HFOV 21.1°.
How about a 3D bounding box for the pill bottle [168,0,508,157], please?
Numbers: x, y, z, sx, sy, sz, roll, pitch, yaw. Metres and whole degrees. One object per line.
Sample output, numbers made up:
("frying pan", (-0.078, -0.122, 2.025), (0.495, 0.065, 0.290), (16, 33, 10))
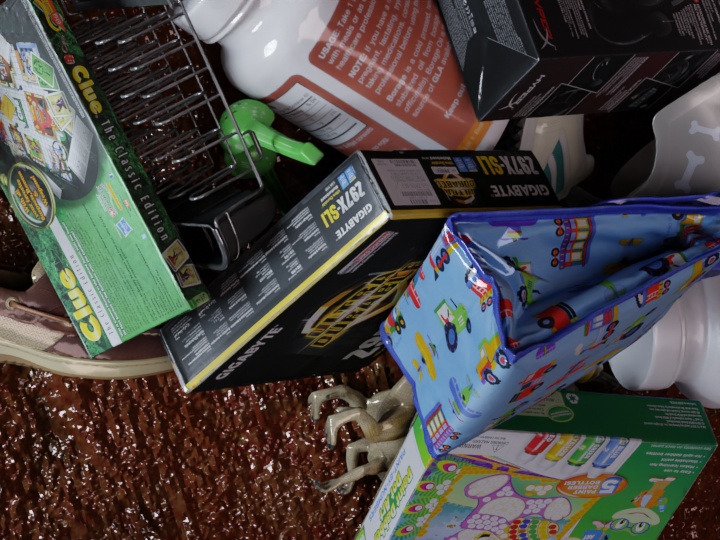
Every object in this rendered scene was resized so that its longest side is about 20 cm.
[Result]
("pill bottle", (-0.010, -0.135, 1.157), (0.199, 0.112, 0.113), (30, 96, -24))

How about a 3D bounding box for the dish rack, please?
("dish rack", (-0.128, -0.104, 1.107), (0.054, 0.153, 0.201), (-32, 111, -28))

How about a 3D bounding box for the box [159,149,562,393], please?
("box", (0.000, 0.000, 1.147), (0.159, 0.050, 0.200), (-6, 153, -49))

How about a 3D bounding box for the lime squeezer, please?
("lime squeezer", (-0.052, -0.068, 1.149), (0.070, 0.200, 0.038), (27, 78, 2))

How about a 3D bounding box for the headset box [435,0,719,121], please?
("headset box", (0.144, -0.176, 1.156), (0.199, 0.077, 0.150), (-7, 69, -32))

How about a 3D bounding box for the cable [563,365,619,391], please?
("cable", (0.080, 0.043, 1.293), (0.097, 0.050, 0.200), (-42, 102, 7))

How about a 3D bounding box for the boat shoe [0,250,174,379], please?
("boat shoe", (-0.188, 0.017, 1.173), (0.198, 0.072, 0.073), (8, 106, -14))

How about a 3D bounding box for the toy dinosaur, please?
("toy dinosaur", (0.021, 0.094, 1.264), (0.100, 0.058, 0.201), (-3, 131, -17))

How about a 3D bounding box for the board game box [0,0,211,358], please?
("board game box", (-0.167, -0.054, 1.109), (0.023, 0.104, 0.201), (-31, 96, -47))

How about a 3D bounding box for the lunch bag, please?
("lunch bag", (0.132, 0.018, 1.128), (0.199, 0.151, 0.095), (-15, 69, -23))

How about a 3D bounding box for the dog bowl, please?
("dog bowl", (0.227, -0.071, 1.208), (0.199, 0.200, 0.059), (-30, 79, -7))

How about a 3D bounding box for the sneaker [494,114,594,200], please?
("sneaker", (0.109, -0.051, 1.235), (0.093, 0.070, 0.202), (13, 90, -37))

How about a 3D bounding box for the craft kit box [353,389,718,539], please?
("craft kit box", (0.106, 0.159, 1.278), (0.198, 0.049, 0.198), (5, 135, -21))

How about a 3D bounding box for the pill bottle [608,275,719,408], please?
("pill bottle", (0.270, 0.034, 1.302), (0.198, 0.112, 0.113), (-3, 108, -17))
